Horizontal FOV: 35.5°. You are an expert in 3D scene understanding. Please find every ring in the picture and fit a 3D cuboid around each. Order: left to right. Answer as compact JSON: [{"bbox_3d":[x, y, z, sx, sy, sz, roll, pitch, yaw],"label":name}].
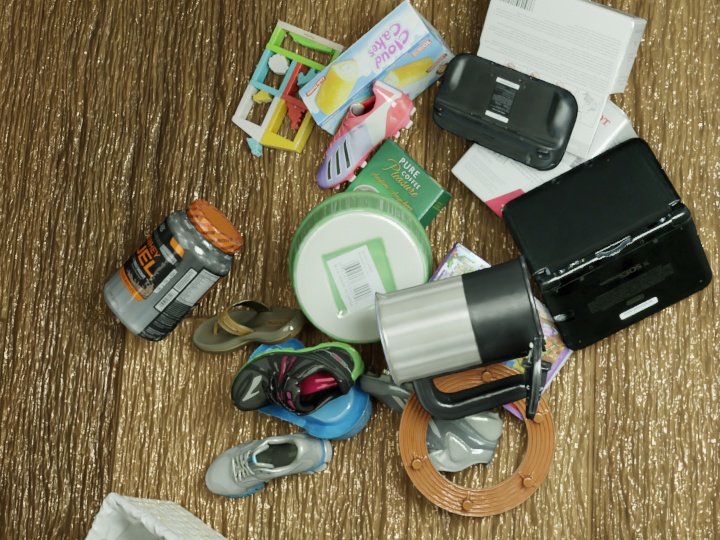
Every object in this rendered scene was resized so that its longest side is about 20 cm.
[{"bbox_3d":[0.146,0.213,1.413,0.198,0.019,0.203,0,97,3],"label":"ring"}]

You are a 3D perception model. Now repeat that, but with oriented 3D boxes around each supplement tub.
[{"bbox_3d":[-0.274,-0.002,1.663,0.200,0.122,0.123,-45,64,11],"label":"supplement tub"}]

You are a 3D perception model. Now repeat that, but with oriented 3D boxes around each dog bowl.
[{"bbox_3d":[-0.069,0.168,1.556,0.198,0.050,0.112,19,74,29],"label":"dog bowl"}]

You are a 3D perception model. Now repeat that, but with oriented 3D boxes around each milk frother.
[{"bbox_3d":[0.121,0.091,1.302,0.186,0.200,0.183,-15,88,8],"label":"milk frother"}]

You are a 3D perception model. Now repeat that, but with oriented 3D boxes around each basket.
[{"bbox_3d":[-0.277,0.439,1.550,0.199,0.160,0.200,26,91,29],"label":"basket"}]

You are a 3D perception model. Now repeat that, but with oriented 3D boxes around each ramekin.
[{"bbox_3d":[0.000,0.000,1.488,0.197,0.098,0.203,0,101,0],"label":"ramekin"}]

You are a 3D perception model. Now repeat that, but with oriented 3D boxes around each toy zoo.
[{"bbox_3d":[-0.114,-0.264,1.695,0.130,0.020,0.202,26,92,28],"label":"toy zoo"}]

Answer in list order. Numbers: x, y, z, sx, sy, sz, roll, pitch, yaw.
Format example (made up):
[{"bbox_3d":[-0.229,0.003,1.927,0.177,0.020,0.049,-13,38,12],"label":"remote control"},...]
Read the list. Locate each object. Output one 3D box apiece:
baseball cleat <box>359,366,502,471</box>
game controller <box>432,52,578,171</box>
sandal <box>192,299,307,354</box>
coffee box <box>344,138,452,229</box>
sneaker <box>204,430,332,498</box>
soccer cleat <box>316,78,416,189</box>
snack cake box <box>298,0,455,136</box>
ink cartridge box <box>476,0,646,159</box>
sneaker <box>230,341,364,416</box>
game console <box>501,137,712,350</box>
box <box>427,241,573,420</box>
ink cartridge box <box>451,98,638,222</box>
[{"bbox_3d":[0.081,0.200,1.458,0.198,0.070,0.108,17,88,16],"label":"baseball cleat"},{"bbox_3d":[0.180,-0.203,1.426,0.199,0.042,0.105,28,100,31],"label":"game controller"},{"bbox_3d":[-0.163,0.072,1.604,0.198,0.054,0.081,-8,36,38],"label":"sandal"},{"bbox_3d":[0.022,-0.069,1.574,0.123,0.044,0.201,43,100,26],"label":"coffee box"},{"bbox_3d":[-0.143,0.264,1.563,0.198,0.086,0.076,-23,72,22],"label":"sneaker"},{"bbox_3d":[-0.007,-0.187,1.557,0.200,0.076,0.067,-37,24,39],"label":"soccer cleat"},{"bbox_3d":[0.026,-0.271,1.575,0.199,0.115,0.068,-38,64,15],"label":"snack cake box"},{"bbox_3d":[0.238,-0.259,1.416,0.199,0.045,0.178,29,115,30],"label":"ink cartridge box"},{"bbox_3d":[-0.092,0.148,1.480,0.198,0.084,0.077,-18,117,25],"label":"sneaker"},{"bbox_3d":[0.303,-0.031,1.385,0.198,0.177,0.117,-27,30,7],"label":"game console"},{"bbox_3d":[0.165,0.076,1.426,0.199,0.039,0.137,35,96,-1],"label":"box"},{"bbox_3d":[0.240,-0.151,1.460,0.200,0.083,0.145,-48,62,8],"label":"ink cartridge box"}]
